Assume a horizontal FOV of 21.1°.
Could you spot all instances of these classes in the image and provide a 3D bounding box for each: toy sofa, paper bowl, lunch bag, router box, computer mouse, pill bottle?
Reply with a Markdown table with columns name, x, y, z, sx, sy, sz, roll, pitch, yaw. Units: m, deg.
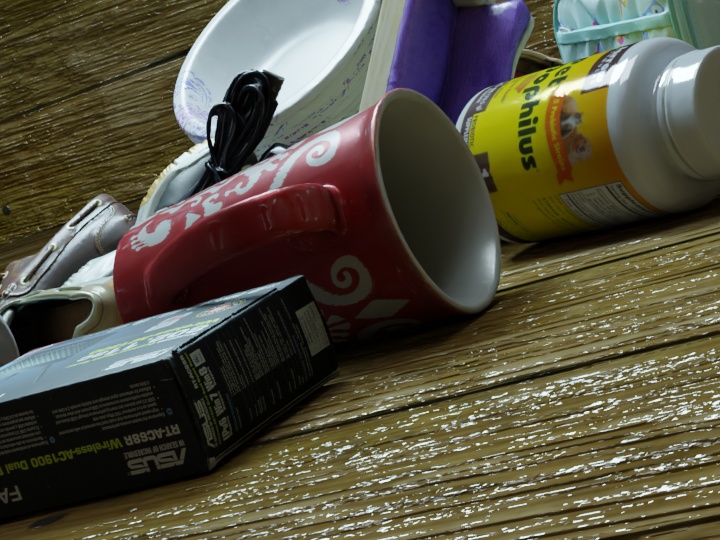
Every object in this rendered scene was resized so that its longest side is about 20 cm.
| name | x | y | z | sx | sy | sz | roll | pitch | yaw |
| --- | --- | --- | --- | --- | --- | --- | --- | --- | --- |
| toy sofa | 0.047 | -0.112 | 1.338 | 0.098 | 0.200 | 0.083 | 7 | -11 | 29 |
| paper bowl | -0.039 | -0.150 | 1.513 | 0.201 | 0.104 | 0.201 | -27 | 39 | 24 |
| lunch bag | 0.206 | -0.142 | 1.343 | 0.077 | 0.160 | 0.200 | -21 | 8 | -17 |
| router box | -0.132 | 0.071 | 1.017 | 0.200 | 0.062 | 0.150 | -16 | 9 | 28 |
| computer mouse | -0.028 | -0.038 | 1.282 | 0.200 | 0.139 | 0.053 | 30 | 9 | 33 |
| pill bottle | 0.159 | -0.083 | 1.218 | 0.109 | 0.109 | 0.200 | -25 | 9 | -40 |

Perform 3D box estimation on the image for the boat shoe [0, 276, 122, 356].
| name | x | y | z | sx | sy | sz | roll | pitch | yaw |
| --- | --- | --- | --- | --- | --- | --- | --- | --- | --- |
| boat shoe | -0.226 | 0.049 | 1.305 | 0.200 | 0.075 | 0.068 | -26 | -18 | 29 |

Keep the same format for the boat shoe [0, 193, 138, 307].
| name | x | y | z | sx | sy | sz | roll | pitch | yaw |
| --- | --- | --- | --- | --- | --- | --- | --- | --- | --- |
| boat shoe | -0.253 | 0.020 | 1.533 | 0.200 | 0.070 | 0.070 | -41 | -14 | -21 |

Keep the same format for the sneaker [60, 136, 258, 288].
| name | x | y | z | sx | sy | sz | roll | pitch | yaw |
| --- | --- | --- | --- | --- | --- | --- | --- | --- | --- |
| sneaker | -0.126 | -0.005 | 1.364 | 0.088 | 0.076 | 0.200 | 28 | 74 | 40 |

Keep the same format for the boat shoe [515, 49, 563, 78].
| name | x | y | z | sx | sy | sz | roll | pitch | yaw |
| --- | --- | --- | --- | --- | --- | --- | --- | --- | --- |
| boat shoe | 0.165 | -0.152 | 1.699 | 0.200 | 0.074 | 0.069 | 9 | -16 | -34 |

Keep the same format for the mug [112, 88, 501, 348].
| name | x | y | z | sx | sy | sz | roll | pitch | yaw |
| --- | --- | --- | --- | --- | --- | --- | --- | --- | --- |
| mug | -0.048 | -0.020 | 1.121 | 0.200 | 0.133 | 0.178 | -20 | -39 | 29 |

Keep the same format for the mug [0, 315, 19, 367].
| name | x | y | z | sx | sy | sz | roll | pitch | yaw |
| --- | --- | --- | --- | --- | --- | --- | --- | --- | --- |
| mug | -0.275 | 0.070 | 1.190 | 0.175 | 0.148 | 0.200 | -5 | -16 | 45 |
